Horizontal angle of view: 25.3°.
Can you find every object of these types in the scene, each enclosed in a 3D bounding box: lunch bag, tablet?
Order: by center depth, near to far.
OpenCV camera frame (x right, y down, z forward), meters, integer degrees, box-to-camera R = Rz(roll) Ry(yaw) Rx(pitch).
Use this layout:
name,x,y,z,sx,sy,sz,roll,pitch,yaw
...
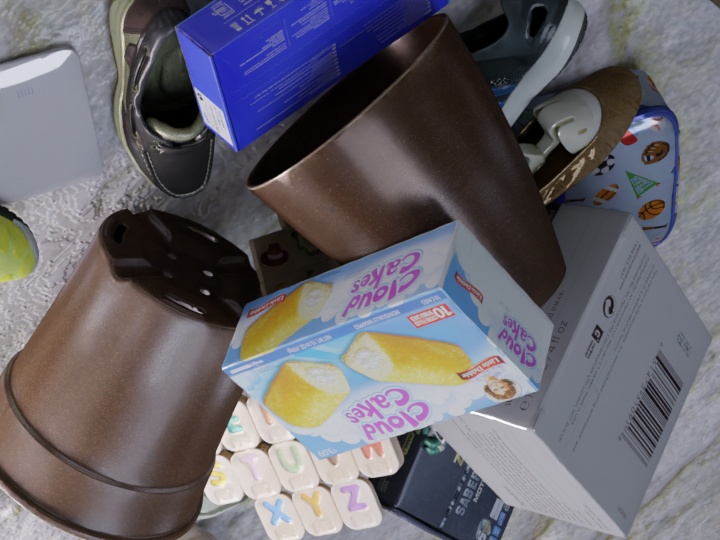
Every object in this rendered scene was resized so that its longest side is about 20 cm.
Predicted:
name,x,y,z,sx,sy,sz,roll,pitch,yaw
tablet,-0.285,-0.082,1.124,0.199,0.014,0.130,-18,141,-13
lunch bag,0.191,-0.071,1.379,0.160,0.076,0.200,-19,140,-8

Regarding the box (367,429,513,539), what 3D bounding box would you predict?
name,x,y,z,sx,sy,sz,roll,pitch,yaw
box,0.100,0.148,1.475,0.158,0.051,0.200,35,74,-42

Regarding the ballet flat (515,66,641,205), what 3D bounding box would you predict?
name,x,y,z,sx,sy,sz,roll,pitch,yaw
ballet flat,0.135,-0.090,1.246,0.200,0.068,0.072,-42,152,8

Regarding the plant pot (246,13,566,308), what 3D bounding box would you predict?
name,x,y,z,sx,sy,sz,roll,pitch,yaw
plant pot,0.053,-0.049,1.158,0.187,0.187,0.200,-39,104,13

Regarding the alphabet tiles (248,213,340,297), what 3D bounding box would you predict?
name,x,y,z,sx,sy,sz,roll,pitch,yaw
alphabet tiles,0.000,0.000,1.250,0.200,0.168,0.008,-20,-172,-42

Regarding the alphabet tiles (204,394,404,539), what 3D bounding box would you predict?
name,x,y,z,sx,sy,sz,roll,pitch,yaw
alphabet tiles,-0.065,0.147,1.389,0.200,0.015,0.196,-14,107,27

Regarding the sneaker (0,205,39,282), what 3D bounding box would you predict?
name,x,y,z,sx,sy,sz,roll,pitch,yaw
sneaker,-0.309,-0.016,1.110,0.200,0.076,0.075,16,124,-44

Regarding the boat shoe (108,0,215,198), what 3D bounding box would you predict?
name,x,y,z,sx,sy,sz,roll,pitch,yaw
boat shoe,-0.135,-0.116,1.132,0.072,0.066,0.201,-17,141,-14

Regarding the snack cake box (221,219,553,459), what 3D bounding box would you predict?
name,x,y,z,sx,sy,sz,roll,pitch,yaw
snack cake box,0.018,0.053,1.114,0.200,0.067,0.115,-22,124,35

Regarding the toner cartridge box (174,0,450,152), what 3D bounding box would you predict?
name,x,y,z,sx,sy,sz,roll,pitch,yaw
toner cartridge box,-0.028,-0.176,1.099,0.200,0.043,0.095,-37,146,-20

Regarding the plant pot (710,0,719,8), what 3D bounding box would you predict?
name,x,y,z,sx,sy,sz,roll,pitch,yaw
plant pot,0.372,-0.248,1.237,0.200,0.135,0.201,-17,141,-15

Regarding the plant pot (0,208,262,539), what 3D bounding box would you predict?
name,x,y,z,sx,sy,sz,roll,pitch,yaw
plant pot,-0.172,0.073,1.237,0.200,0.200,0.199,10,122,-38

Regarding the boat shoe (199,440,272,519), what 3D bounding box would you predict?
name,x,y,z,sx,sy,sz,roll,pitch,yaw
boat shoe,-0.085,0.170,1.498,0.201,0.061,0.072,-18,103,-19

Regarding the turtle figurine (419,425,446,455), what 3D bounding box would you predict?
name,x,y,z,sx,sy,sz,roll,pitch,yaw
turtle figurine,0.030,0.090,1.387,0.200,0.150,0.101,-33,180,25

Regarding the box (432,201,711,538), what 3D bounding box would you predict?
name,x,y,z,sx,sy,sz,roll,pitch,yaw
box,0.166,0.078,1.308,0.200,0.130,0.199,47,62,-44

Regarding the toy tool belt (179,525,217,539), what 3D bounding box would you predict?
name,x,y,z,sx,sy,sz,roll,pitch,yaw
toy tool belt,-0.209,0.345,1.570,0.199,0.125,0.123,-18,133,-11

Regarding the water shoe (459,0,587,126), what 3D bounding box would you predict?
name,x,y,z,sx,sy,sz,roll,pitch,yaw
water shoe,0.095,-0.151,1.248,0.079,0.072,0.200,31,128,-11
